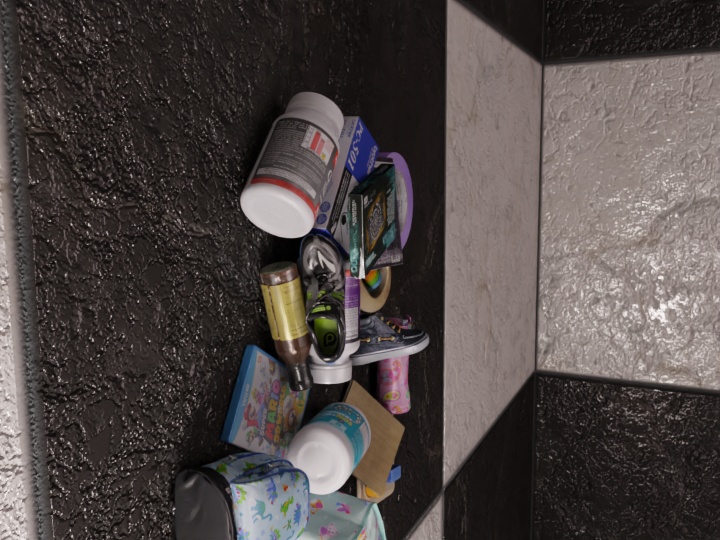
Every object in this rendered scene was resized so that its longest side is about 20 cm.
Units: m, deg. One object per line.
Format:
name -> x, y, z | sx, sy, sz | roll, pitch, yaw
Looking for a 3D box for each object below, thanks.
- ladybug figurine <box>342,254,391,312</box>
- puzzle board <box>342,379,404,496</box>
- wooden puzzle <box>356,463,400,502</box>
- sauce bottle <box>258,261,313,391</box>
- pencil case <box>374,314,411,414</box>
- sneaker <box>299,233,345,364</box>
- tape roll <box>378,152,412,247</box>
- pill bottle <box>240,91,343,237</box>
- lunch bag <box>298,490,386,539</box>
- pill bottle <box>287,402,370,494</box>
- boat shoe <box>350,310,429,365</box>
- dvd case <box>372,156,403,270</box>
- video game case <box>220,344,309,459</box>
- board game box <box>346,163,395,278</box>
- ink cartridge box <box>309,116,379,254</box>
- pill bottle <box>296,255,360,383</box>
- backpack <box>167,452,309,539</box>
ladybug figurine -> 0.000, 0.000, 1.306 | 0.138, 0.070, 0.201 | -65, 147, -28
puzzle board -> 0.010, 0.336, 1.377 | 0.200, 0.017, 0.153 | 47, 54, -36
wooden puzzle -> 0.044, 0.408, 1.481 | 0.184, 0.045, 0.206 | 3, 90, -65
sauce bottle -> -0.112, 0.090, 1.080 | 0.065, 0.063, 0.205 | -37, 123, -58
pencil case -> 0.071, 0.199, 1.470 | 0.087, 0.085, 0.206 | -12, 104, -64
sneaker -> -0.053, 0.045, 1.058 | 0.083, 0.069, 0.205 | -123, -154, -84
tape roll -> 0.043, -0.135, 1.398 | 0.199, 0.064, 0.206 | -17, 108, -63
pill bottle -> -0.096, -0.162, 1.037 | 0.117, 0.113, 0.204 | 58, 42, -50
lunch bag -> -0.043, 0.465, 1.159 | 0.123, 0.167, 0.203 | -54, 141, -39
pill bottle -> -0.045, 0.295, 1.185 | 0.200, 0.108, 0.114 | -19, 110, -75
boat shoe -> 0.052, 0.121, 1.358 | 0.196, 0.070, 0.093 | -10, 102, -31
dvd case -> 0.033, -0.108, 1.271 | 0.148, 0.016, 0.206 | -12, 97, -61
video game case -> -0.143, 0.219, 1.090 | 0.200, 0.017, 0.146 | 48, 51, -56
board game box -> 0.022, -0.087, 1.147 | 0.200, 0.027, 0.139 | -51, 143, -63
ink cartridge box -> -0.027, -0.139, 1.125 | 0.094, 0.043, 0.205 | 45, 56, -57
pill bottle -> -0.054, 0.080, 1.159 | 0.111, 0.109, 0.206 | -11, 103, -64
backpack -> -0.157, 0.333, 0.958 | 0.200, 0.150, 0.168 | 12, 75, -77
